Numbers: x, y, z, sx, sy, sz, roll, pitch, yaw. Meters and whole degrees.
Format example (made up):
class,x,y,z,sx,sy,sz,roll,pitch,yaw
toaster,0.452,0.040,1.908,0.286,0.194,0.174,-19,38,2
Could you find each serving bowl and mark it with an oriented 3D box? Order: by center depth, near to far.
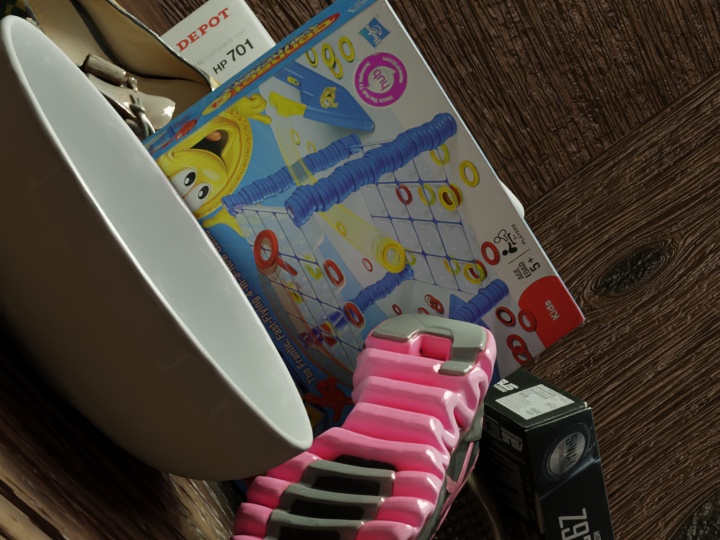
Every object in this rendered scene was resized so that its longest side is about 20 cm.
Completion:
class,x,y,z,sx,sy,sz,roll,pitch,yaw
serving bowl,-0.100,0.003,0.512,0.201,0.065,0.200,56,1,-2

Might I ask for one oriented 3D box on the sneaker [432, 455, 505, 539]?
class,x,y,z,sx,sy,sz,roll,pitch,yaw
sneaker,0.026,0.086,0.757,0.076,0.070,0.202,40,30,-81

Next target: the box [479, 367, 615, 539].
class,x,y,z,sx,sy,sz,roll,pitch,yaw
box,0.089,0.138,0.810,0.200,0.043,0.162,-155,-129,-69

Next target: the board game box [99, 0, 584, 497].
class,x,y,z,sx,sy,sz,roll,pitch,yaw
board game box,-0.020,-0.003,0.661,0.201,0.195,0.056,54,2,-20

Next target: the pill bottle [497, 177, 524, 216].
class,x,y,z,sx,sy,sz,roll,pitch,yaw
pill bottle,0.000,0.000,0.842,0.114,0.200,0.114,42,1,-1

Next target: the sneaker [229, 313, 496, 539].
class,x,y,z,sx,sy,sz,roll,pitch,yaw
sneaker,0.010,0.106,0.585,0.200,0.078,0.096,-48,143,-48

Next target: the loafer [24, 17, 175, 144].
class,x,y,z,sx,sy,sz,roll,pitch,yaw
loafer,-0.106,-0.060,0.693,0.200,0.063,0.072,49,7,-17

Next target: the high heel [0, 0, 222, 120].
class,x,y,z,sx,sy,sz,roll,pitch,yaw
high heel,-0.126,-0.113,0.716,0.198,0.072,0.143,28,-19,4

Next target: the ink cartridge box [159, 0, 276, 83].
class,x,y,z,sx,sy,sz,roll,pitch,yaw
ink cartridge box,-0.106,-0.113,1.111,0.201,0.146,0.086,56,4,17
